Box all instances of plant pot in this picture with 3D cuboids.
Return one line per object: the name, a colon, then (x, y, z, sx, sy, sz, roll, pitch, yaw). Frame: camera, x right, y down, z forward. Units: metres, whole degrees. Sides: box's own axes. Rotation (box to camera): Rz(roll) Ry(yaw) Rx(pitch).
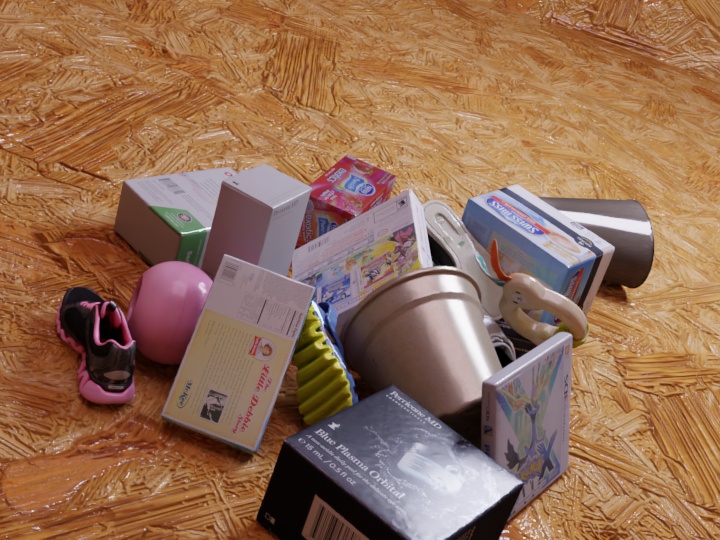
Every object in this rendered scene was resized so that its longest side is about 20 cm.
plant pot: (0.096, 0.131, 1.415, 0.199, 0.201, 0.184, 0, 45, -31)

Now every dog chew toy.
dog chew toy: (-0.182, 0.067, 1.406, 0.198, 0.125, 0.125, 19, 27, -16)

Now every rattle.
rattle: (0.210, 0.075, 1.564, 0.200, 0.143, 0.130, 43, -13, -33)

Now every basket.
basket: (0.372, -0.058, 1.957, 0.198, 0.137, 0.181, 7, 35, -14)

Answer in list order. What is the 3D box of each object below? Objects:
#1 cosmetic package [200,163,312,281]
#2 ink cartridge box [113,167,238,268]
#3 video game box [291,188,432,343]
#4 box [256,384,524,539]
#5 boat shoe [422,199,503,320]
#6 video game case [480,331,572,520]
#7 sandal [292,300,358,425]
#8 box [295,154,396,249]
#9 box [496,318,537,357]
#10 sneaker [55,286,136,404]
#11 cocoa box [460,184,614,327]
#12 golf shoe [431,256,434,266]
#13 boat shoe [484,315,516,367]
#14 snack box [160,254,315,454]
cosmetic package: (-0.144, -0.025, 1.497, 0.084, 0.202, 0.107, 28, 30, 17)
ink cartridge box: (-0.227, -0.070, 1.645, 0.199, 0.088, 0.145, -15, 44, -44)
video game box: (0.000, 0.000, 1.532, 0.047, 0.199, 0.183, 52, 20, -32)
box: (0.033, 0.245, 1.224, 0.196, 0.118, 0.199, 34, 30, 26)
boat shoe: (0.146, -0.008, 1.692, 0.071, 0.068, 0.201, -26, 75, -30)
video game case: (0.199, 0.188, 1.365, 0.022, 0.184, 0.199, 10, 20, 34)
sandal: (-0.043, 0.109, 1.391, 0.087, 0.079, 0.202, 1, 68, -61)
box: (-0.027, -0.095, 1.798, 0.095, 0.100, 0.200, 25, 28, 10)
box: (0.188, 0.055, 1.741, 0.141, 0.036, 0.201, 13, 28, -11)
sneaker: (-0.303, 0.066, 1.353, 0.078, 0.096, 0.200, -1, 33, -30)
cocoa box: (0.249, -0.017, 1.724, 0.200, 0.134, 0.131, 38, 36, 30)
golf shoe: (0.062, 0.011, 1.654, 0.094, 0.078, 0.200, 2, 30, -30)
boat shoe: (0.185, 0.121, 1.558, 0.073, 0.067, 0.201, 10, 39, -15)
snack box: (-0.138, 0.095, 1.321, 0.115, 0.202, 0.037, 20, -14, 1)
